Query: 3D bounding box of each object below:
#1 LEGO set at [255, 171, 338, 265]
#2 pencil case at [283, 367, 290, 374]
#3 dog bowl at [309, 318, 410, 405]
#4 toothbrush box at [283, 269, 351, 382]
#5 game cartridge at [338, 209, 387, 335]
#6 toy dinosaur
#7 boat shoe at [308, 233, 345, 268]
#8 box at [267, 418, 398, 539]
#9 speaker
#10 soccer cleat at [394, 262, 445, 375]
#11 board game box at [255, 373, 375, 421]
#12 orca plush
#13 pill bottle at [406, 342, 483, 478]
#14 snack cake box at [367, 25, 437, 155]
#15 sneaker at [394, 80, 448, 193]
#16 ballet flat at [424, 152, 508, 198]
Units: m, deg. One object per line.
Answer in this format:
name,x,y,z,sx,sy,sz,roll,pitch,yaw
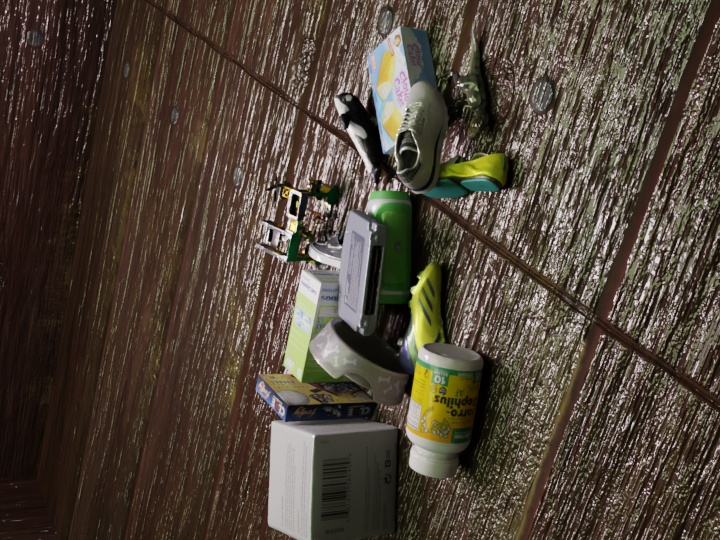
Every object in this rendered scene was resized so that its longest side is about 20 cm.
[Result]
LEGO set,-0.140,-0.108,2.019,0.115,0.152,0.204,24,116,37
pencil case,-0.104,0.175,2.004,0.088,0.086,0.203,55,131,43
dog bowl,0.005,0.161,1.744,0.059,0.198,0.200,-57,41,13
toothbrush box,-0.055,0.109,1.876,0.086,0.143,0.204,31,113,54
game cartridge,0.000,0.000,1.740,0.133,0.040,0.205,-147,60,-60
toy dinosaur,0.179,-0.311,1.634,0.087,0.047,0.205,-19,70,49
boat shoe,-0.035,-0.042,1.924,0.199,0.071,0.069,22,108,53
box,-0.052,0.387,1.804,0.170,0.197,0.204,1,89,55
speaker,0.052,-0.041,1.773,0.088,0.087,0.205,-3,86,57
soccer cleat,0.121,0.088,1.696,0.082,0.064,0.205,18,101,26
board game box,-0.087,0.244,1.867,0.135,0.196,0.035,35,116,53
orca plush,0.015,-0.271,1.865,0.070,0.105,0.203,-30,54,16
pill bottle,0.135,0.232,1.598,0.112,0.111,0.205,23,106,55
snack cake box,0.082,-0.326,1.764,0.115,0.066,0.205,-32,61,53
sneaker,0.097,-0.235,1.623,0.075,0.080,0.205,-12,66,35
ballet flat,0.176,-0.163,1.620,0.198,0.066,0.068,-1,66,55
